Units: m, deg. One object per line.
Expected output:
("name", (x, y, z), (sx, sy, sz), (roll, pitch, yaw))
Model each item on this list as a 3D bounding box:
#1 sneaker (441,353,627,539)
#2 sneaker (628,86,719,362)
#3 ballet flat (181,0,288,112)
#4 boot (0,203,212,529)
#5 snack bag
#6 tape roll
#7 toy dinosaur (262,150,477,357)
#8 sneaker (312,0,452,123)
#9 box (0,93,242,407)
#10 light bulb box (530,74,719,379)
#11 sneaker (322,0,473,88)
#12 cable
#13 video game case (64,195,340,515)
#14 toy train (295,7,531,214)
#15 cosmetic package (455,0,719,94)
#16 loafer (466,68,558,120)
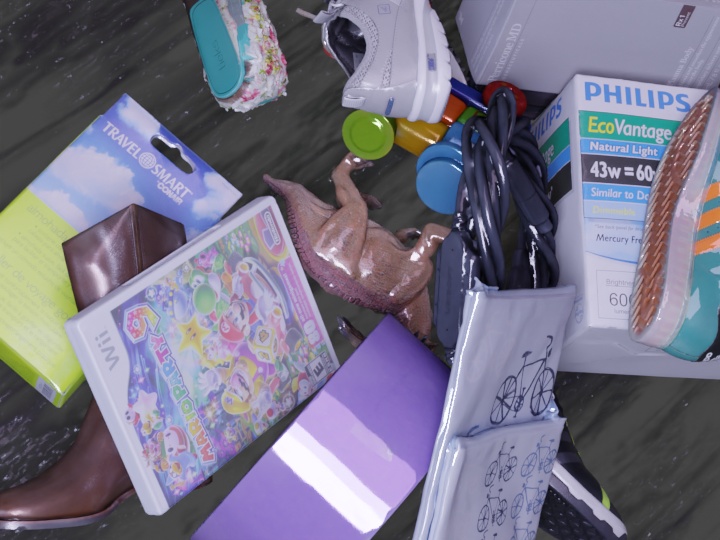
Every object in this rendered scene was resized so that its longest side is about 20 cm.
("sneaker", (0.133, 0.119, 1.189), (0.200, 0.072, 0.083), (46, 63, -10))
("sneaker", (0.249, -0.029, 1.155), (0.080, 0.071, 0.201), (20, 73, -13))
("ballet flat", (-0.102, -0.214, 1.264), (0.064, 0.076, 0.201), (1, 72, -48))
("boot", (-0.183, 0.060, 1.085), (0.186, 0.064, 0.201), (-13, 99, -46))
("snack bag", (0.093, 0.103, 1.055), (0.021, 0.188, 0.201), (15, 97, 27))
("tape roll", (-0.016, 0.129, 1.084), (0.085, 0.200, 0.200), (42, 66, 1))
("toy dinosaur", (0.000, 0.000, 1.196), (0.200, 0.086, 0.136), (35, 65, -2))
("sneaker", (0.006, -0.190, 1.145), (0.082, 0.075, 0.200), (-1, 50, -17))
("box", (-0.193, -0.017, 1.169), (0.122, 0.048, 0.200), (41, 66, 0))
("light bulb box", (0.236, -0.029, 1.253), (0.198, 0.125, 0.201), (4, 71, -14))
("sneaker", (0.023, -0.165, 1.281), (0.093, 0.070, 0.200), (-20, 78, -5))
("cable", (0.102, -0.025, 1.116), (0.051, 0.163, 0.201), (5, 97, 27))
("video game case", (-0.101, 0.054, 1.119), (0.200, 0.018, 0.144), (-36, 112, -43))
("toy train", (0.016, -0.118, 1.180), (0.200, 0.085, 0.116), (30, 33, 6))
("cosmetic package", (0.184, -0.194, 1.248), (0.199, 0.107, 0.090), (1, 49, -19))
("loafer", (0.176, -0.149, 1.322), (0.199, 0.063, 0.072), (3, 48, -19))
